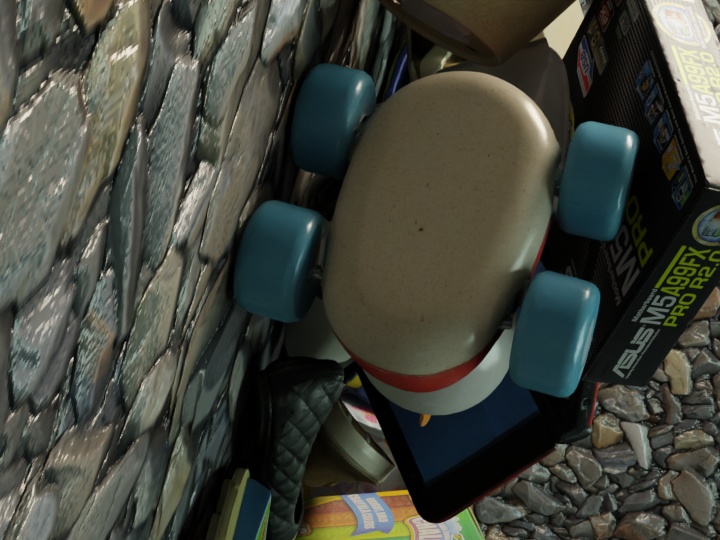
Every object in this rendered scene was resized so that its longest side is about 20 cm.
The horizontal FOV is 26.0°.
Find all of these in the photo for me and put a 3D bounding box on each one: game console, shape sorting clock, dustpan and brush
[{"bbox_3d":[0.066,0.031,1.033,0.173,0.118,0.201,90,-19,-47],"label":"game console"},{"bbox_3d":[-0.092,0.219,0.945,0.200,0.039,0.202,13,90,-85],"label":"shape sorting clock"},{"bbox_3d":[0.083,-0.031,0.974,0.139,0.057,0.202,-6,-110,61],"label":"dustpan and brush"}]

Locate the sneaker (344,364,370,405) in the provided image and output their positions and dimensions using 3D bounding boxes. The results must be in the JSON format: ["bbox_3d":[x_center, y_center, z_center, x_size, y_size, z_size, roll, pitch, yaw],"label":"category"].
[{"bbox_3d":[0.031,0.063,1.326,0.066,0.078,0.200,-52,-168,22],"label":"sneaker"}]

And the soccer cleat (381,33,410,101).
[{"bbox_3d":[0.065,-0.182,1.187,0.084,0.064,0.202,72,35,-75],"label":"soccer cleat"}]

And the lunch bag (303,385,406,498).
[{"bbox_3d":[-0.007,0.209,1.289,0.170,0.126,0.201,-6,118,-80],"label":"lunch bag"}]

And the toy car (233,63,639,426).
[{"bbox_3d":[0.047,0.006,0.883,0.200,0.183,0.178,80,26,-63],"label":"toy car"}]

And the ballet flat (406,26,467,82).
[{"bbox_3d":[0.052,-0.162,1.051,0.062,0.067,0.201,-48,136,-51],"label":"ballet flat"}]

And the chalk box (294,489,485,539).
[{"bbox_3d":[0.032,0.237,1.133,0.124,0.198,0.125,-124,-149,-75],"label":"chalk box"}]

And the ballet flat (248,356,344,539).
[{"bbox_3d":[-0.043,0.126,1.010,0.201,0.056,0.067,98,-17,-53],"label":"ballet flat"}]

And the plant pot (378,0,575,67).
[{"bbox_3d":[0.093,-0.231,0.926,0.201,0.187,0.187,-59,173,-3],"label":"plant pot"}]

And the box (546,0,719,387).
[{"bbox_3d":[0.157,-0.061,0.894,0.161,0.044,0.201,116,-25,-44],"label":"box"}]

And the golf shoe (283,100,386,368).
[{"bbox_3d":[-0.012,-0.021,0.971,0.088,0.077,0.201,1,122,-47],"label":"golf shoe"}]

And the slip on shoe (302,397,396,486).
[{"bbox_3d":[-0.026,0.126,1.099,0.060,0.076,0.200,-40,-175,-6],"label":"slip on shoe"}]

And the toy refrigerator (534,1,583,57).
[{"bbox_3d":[0.105,-0.219,1.136,0.201,0.069,0.076,63,40,-47],"label":"toy refrigerator"}]
